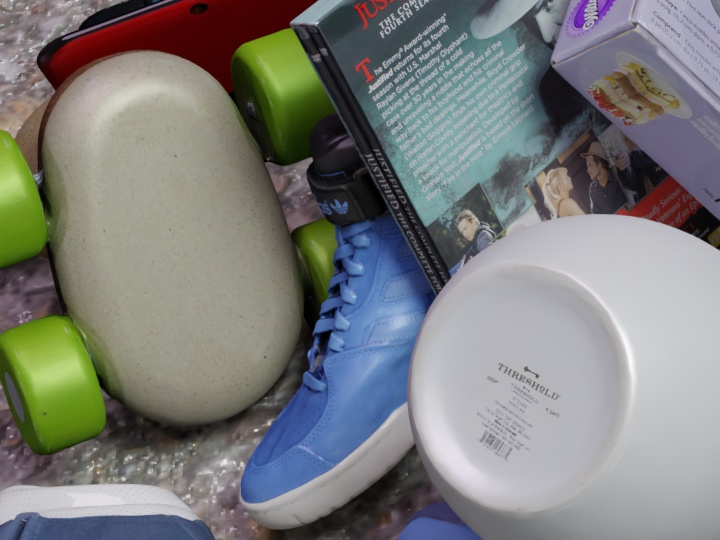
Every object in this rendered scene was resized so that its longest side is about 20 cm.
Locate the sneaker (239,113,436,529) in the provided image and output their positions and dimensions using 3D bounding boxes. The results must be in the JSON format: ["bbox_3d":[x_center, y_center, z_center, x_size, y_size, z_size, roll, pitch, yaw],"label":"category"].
[{"bbox_3d":[0.000,0.000,0.954,0.200,0.111,0.077,-46,22,-5],"label":"sneaker"}]

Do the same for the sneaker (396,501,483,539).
[{"bbox_3d":[0.050,0.155,0.822,0.082,0.074,0.200,-30,40,-7],"label":"sneaker"}]

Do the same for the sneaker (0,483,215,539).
[{"bbox_3d":[-0.142,0.152,0.911,0.199,0.081,0.147,-25,32,0],"label":"sneaker"}]

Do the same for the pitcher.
[{"bbox_3d":[0.120,0.055,0.820,0.171,0.200,0.122,26,98,32],"label":"pitcher"}]

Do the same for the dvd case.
[{"bbox_3d":[0.072,-0.049,0.929,0.146,0.201,0.022,-40,25,-25],"label":"dvd case"}]

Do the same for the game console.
[{"bbox_3d":[-0.053,-0.140,1.154,0.199,0.119,0.173,-19,41,2],"label":"game console"}]

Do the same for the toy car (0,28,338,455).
[{"bbox_3d":[-0.104,-0.021,1.062,0.164,0.159,0.200,-20,13,-17],"label":"toy car"}]

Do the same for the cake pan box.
[{"bbox_3d":[0.175,-0.094,0.945,0.052,0.200,0.185,-23,38,46],"label":"cake pan box"}]
